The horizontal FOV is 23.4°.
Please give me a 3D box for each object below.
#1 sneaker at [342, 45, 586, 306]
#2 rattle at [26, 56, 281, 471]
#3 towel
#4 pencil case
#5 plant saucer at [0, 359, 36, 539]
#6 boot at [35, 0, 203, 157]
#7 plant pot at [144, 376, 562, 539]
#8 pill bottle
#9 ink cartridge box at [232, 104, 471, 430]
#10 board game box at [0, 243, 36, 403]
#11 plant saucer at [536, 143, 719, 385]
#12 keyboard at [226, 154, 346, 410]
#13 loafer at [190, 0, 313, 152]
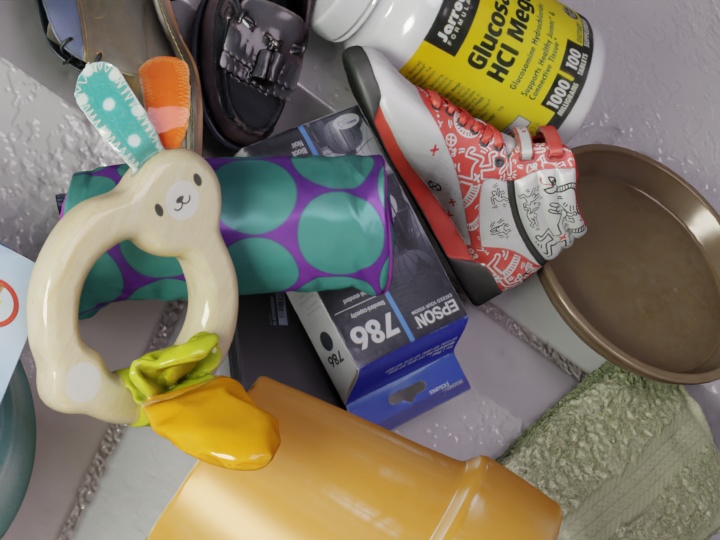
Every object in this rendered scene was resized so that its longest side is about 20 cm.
[{"bbox_3d":[0.075,-0.084,1.157,0.107,0.067,0.202,-30,110,2],"label":"sneaker"},{"bbox_3d":[-0.094,-0.013,0.902,0.129,0.143,0.201,15,89,-21],"label":"rattle"},{"bbox_3d":[0.181,0.146,1.205,0.200,0.036,0.149,-31,90,-39],"label":"towel"},{"bbox_3d":[-0.079,-0.020,1.023,0.198,0.093,0.085,-4,48,-8],"label":"pencil case"},{"bbox_3d":[-0.260,0.076,0.930,0.199,0.036,0.201,14,65,-30],"label":"plant saucer"},{"bbox_3d":[-0.152,-0.125,1.081,0.096,0.075,0.202,-7,82,-12],"label":"boot"},{"bbox_3d":[-0.017,0.161,0.978,0.183,0.200,0.200,36,54,1],"label":"plant pot"},{"bbox_3d":[0.062,-0.162,1.198,0.199,0.112,0.113,24,59,-24],"label":"pill bottle"},{"bbox_3d":[0.000,0.000,1.111,0.099,0.039,0.201,-25,85,-35],"label":"ink cartridge box"},{"bbox_3d":[-0.280,0.044,0.871,0.195,0.056,0.201,31,57,-21],"label":"board game box"},{"bbox_3d":[0.201,-0.002,1.261,0.199,0.029,0.201,17,51,-22],"label":"plant saucer"},{"bbox_3d":[-0.033,0.021,1.119,0.126,0.021,0.201,3,71,-28],"label":"keyboard"},{"bbox_3d":[-0.063,-0.173,1.139,0.072,0.063,0.201,27,53,-32],"label":"loafer"}]
